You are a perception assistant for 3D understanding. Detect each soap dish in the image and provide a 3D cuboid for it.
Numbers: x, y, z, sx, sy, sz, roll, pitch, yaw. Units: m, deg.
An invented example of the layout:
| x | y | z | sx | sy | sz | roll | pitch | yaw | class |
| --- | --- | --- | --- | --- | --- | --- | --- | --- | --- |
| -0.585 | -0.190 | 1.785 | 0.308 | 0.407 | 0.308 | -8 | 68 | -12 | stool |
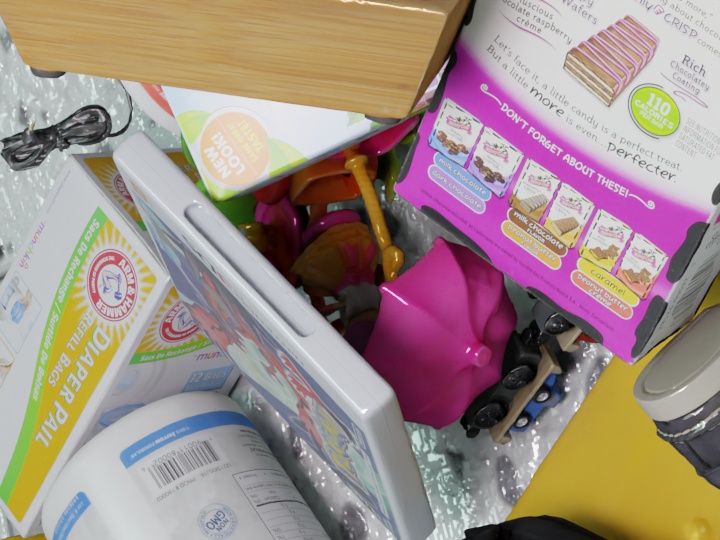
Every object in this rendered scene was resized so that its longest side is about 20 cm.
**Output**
| x | y | z | sx | sy | sz | roll | pitch | yaw | class |
| --- | --- | --- | --- | --- | --- | --- | --- | --- | --- |
| -0.043 | -0.129 | 1.108 | 0.199 | 0.157 | 0.082 | 9 | 115 | 11 | soap dish |

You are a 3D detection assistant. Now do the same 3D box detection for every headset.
| x | y | z | sx | sy | sz | roll | pitch | yaw | class |
| --- | --- | --- | --- | --- | --- | --- | --- | --- | --- |
| -0.166 | -0.149 | 1.440 | 0.094 | 0.124 | 0.201 | -23 | 55 | 14 | headset |

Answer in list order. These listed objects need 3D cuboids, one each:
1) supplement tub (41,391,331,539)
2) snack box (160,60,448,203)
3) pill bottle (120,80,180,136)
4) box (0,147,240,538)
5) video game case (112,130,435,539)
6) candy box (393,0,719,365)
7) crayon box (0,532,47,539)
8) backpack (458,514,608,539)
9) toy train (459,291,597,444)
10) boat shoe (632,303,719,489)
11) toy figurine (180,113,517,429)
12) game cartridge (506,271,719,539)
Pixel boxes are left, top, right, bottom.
| x | y | z | sx | sy | sz | roll | pitch | yaw | class |
| --- | --- | --- | --- | --- | --- | --- | --- | --- | --- |
| -0.072 | 0.177 | 1.409 | 0.200 | 0.132 | 0.132 | 55 | 127 | 24 | supplement tub |
| -0.042 | -0.151 | 1.206 | 0.142 | 0.053 | 0.201 | -24 | 90 | 16 | snack box |
| -0.033 | -0.154 | 1.348 | 0.200 | 0.111 | 0.112 | -29 | 75 | 40 | pill bottle |
| -0.136 | 0.038 | 1.466 | 0.101 | 0.112 | 0.200 | 49 | 123 | 28 | box |
| -0.039 | 0.038 | 1.266 | 0.023 | 0.200 | 0.182 | -41 | 68 | -10 | video game case |
| 0.112 | -0.081 | 1.087 | 0.136 | 0.061 | 0.201 | 37 | 128 | 18 | candy box |
| -0.141 | 0.237 | 1.449 | 0.200 | 0.172 | 0.058 | 54 | 130 | 25 | crayon box |
| 0.097 | 0.192 | 1.141 | 0.200 | 0.166 | 0.127 | 29 | 119 | 44 | backpack |
| 0.110 | 0.012 | 1.280 | 0.200 | 0.046 | 0.034 | -54 | 43 | 31 | toy train |
| 0.207 | 0.016 | 1.126 | 0.063 | 0.200 | 0.073 | 55 | 166 | -15 | boat shoe |
| 0.000 | 0.000 | 1.300 | 0.200 | 0.149 | 0.185 | -51 | 53 | 47 | toy figurine |
| 0.164 | 0.117 | 1.201 | 0.176 | 0.032 | 0.200 | 49 | 125 | 28 | game cartridge |
